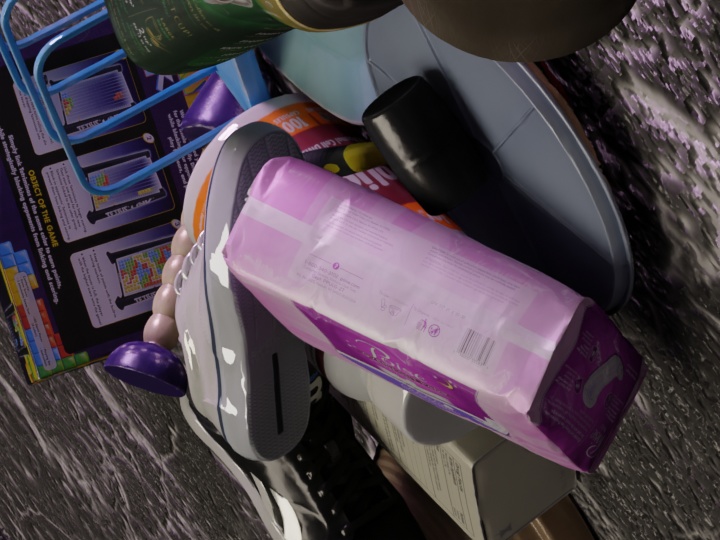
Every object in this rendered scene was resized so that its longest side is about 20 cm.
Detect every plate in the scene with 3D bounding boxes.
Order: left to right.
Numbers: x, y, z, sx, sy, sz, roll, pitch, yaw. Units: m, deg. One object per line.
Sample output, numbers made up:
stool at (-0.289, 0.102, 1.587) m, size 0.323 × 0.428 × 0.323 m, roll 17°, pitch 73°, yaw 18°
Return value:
plate at (-0.039, -0.168, 1.611) m, size 0.200 × 0.026 × 0.200 m, roll 48°, pitch 162°, yaw 21°

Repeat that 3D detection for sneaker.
sneaker at (-0.070, 0.008, 1.605) m, size 0.071 × 0.073 × 0.201 m, roll 25°, pitch 125°, yaw 36°
sneaker at (-0.028, 0.105, 1.762) m, size 0.200 × 0.073 × 0.112 m, roll 43°, pitch 148°, yaw 15°

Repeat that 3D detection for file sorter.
file sorter at (-0.158, -0.164, 1.712) m, size 0.200 × 0.122 × 0.139 m, roll 54°, pitch 168°, yaw 39°

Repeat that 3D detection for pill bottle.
pill bottle at (0.000, 0.000, 1.669) m, size 0.200 × 0.114 × 0.114 m, roll 44°, pitch 160°, yaw 33°

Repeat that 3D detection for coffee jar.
coffee jar at (-0.049, -0.161, 1.476) m, size 0.200 × 0.085 × 0.105 m, roll -8°, pitch 98°, yaw 57°

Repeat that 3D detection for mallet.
mallet at (0.006, -0.051, 1.549) m, size 0.066 × 0.041 × 0.200 m, roll 51°, pitch 160°, yaw -6°

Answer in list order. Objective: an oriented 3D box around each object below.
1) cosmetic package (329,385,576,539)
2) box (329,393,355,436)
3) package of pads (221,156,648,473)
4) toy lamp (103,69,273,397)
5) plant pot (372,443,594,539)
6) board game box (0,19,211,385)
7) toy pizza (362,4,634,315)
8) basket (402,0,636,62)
cosmetic package at (0.035, 0.060, 1.756) m, size 0.200 × 0.073 × 0.104 m, roll 44°, pitch 161°, yaw 31°
box at (-0.048, 0.057, 1.911) m, size 0.143 × 0.036 × 0.201 m, roll 157°, pitch 102°, yaw -72°
package of pads at (0.036, 0.022, 1.499) m, size 0.200 × 0.076 × 0.120 m, roll 26°, pitch 172°, yaw 28°
toy lamp at (-0.098, -0.027, 1.767) m, size 0.058 × 0.201 × 0.058 m, roll 18°, pitch 166°, yaw 5°
plant pot at (0.064, 0.172, 1.860) m, size 0.201 × 0.093 × 0.201 m, roll 47°, pitch 161°, yaw 22°
board game box at (-0.154, -0.050, 1.817) m, size 0.057 × 0.165 × 0.201 m, roll 155°, pitch 97°, yaw -74°
toy pizza at (0.074, -0.064, 1.490) m, size 0.200 × 0.032 × 0.200 m, roll 46°, pitch 162°, yaw 20°
basket at (0.063, -0.175, 1.150) m, size 0.180 × 0.136 × 0.200 m, roll 44°, pitch 164°, yaw 16°
